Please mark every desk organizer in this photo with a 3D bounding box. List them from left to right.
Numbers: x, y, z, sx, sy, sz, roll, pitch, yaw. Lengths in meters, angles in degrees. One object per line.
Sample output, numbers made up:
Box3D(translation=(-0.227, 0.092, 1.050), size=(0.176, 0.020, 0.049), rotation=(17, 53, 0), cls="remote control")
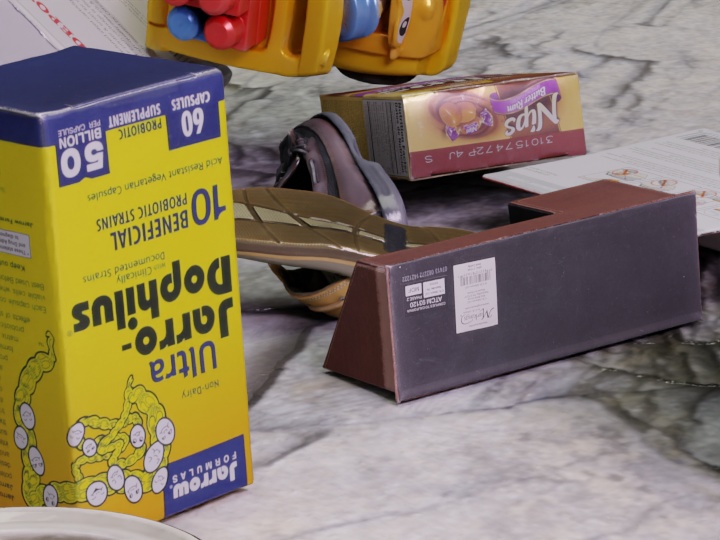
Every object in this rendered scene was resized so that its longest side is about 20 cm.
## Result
Box3D(translation=(0.078, 0.006, 1.558), size=(0.199, 0.072, 0.077), rotation=(-14, 16, -31), cls="desk organizer")

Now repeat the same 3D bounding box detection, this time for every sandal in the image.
Box3D(translation=(0.000, 0.000, 1.646), size=(0.199, 0.054, 0.080), rotation=(12, 22, 1), cls="sandal")

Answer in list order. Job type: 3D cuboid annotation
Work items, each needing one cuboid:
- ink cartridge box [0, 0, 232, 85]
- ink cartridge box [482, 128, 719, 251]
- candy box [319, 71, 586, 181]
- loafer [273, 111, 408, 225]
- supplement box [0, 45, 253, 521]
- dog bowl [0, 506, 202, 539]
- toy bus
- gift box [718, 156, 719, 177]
Box3D(translation=(-0.183, -0.130, 1.945), size=(0.085, 0.146, 0.200), rotation=(-44, 2, 19), cls="ink cartridge box")
Box3D(translation=(0.196, -0.035, 1.723), size=(0.173, 0.044, 0.200), rotation=(-14, 18, -30), cls="ink cartridge box")
Box3D(translation=(0.056, -0.093, 1.875), size=(0.116, 0.057, 0.200), rotation=(-8, 7, -15), cls="candy box")
Box3D(translation=(-0.026, -0.046, 1.775), size=(0.063, 0.072, 0.200), rotation=(-12, 20, -13), cls="loafer")
Box3D(translation=(-0.129, 0.009, 1.355), size=(0.109, 0.201, 0.109), rotation=(-19, 22, -42), cls="supplement box")
Box3D(translation=(-0.142, 0.155, 1.084), size=(0.199, 0.074, 0.200), rotation=(-3, 17, 1), cls="dog bowl")
Box3D(translation=(-0.045, -0.184, 1.922), size=(0.199, 0.137, 0.192), rotation=(14, 21, 15), cls="toy bus")
Box3D(translation=(0.291, 0.017, 1.284), size=(0.184, 0.201, 0.186), rotation=(-19, 6, -33), cls="gift box")
